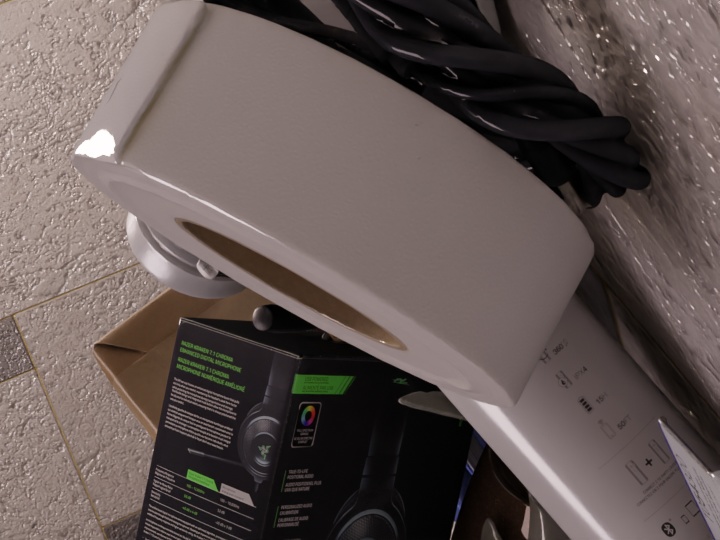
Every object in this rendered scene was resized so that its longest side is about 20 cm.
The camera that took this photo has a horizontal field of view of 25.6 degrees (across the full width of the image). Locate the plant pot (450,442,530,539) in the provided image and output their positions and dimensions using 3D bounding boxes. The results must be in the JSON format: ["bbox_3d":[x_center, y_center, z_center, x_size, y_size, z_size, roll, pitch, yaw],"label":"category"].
[{"bbox_3d":[0.128,0.171,0.929,0.187,0.187,0.200,-126,21,-45],"label":"plant pot"}]

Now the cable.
[{"bbox_3d":[0.013,-0.077,0.597,0.200,0.051,0.163,35,176,-11],"label":"cable"}]

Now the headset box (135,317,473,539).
[{"bbox_3d":[-0.027,0.121,0.885,0.093,0.200,0.174,15,-176,39],"label":"headset box"}]

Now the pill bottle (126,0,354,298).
[{"bbox_3d":[-0.054,-0.075,0.842,0.109,0.109,0.200,56,137,21],"label":"pill bottle"}]

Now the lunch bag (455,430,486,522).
[{"bbox_3d":[0.093,0.137,1.216,0.136,0.132,0.200,56,175,20],"label":"lunch bag"}]

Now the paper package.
[{"bbox_3d":[-0.063,0.055,1.069,0.104,0.191,0.200,51,174,13],"label":"paper package"}]

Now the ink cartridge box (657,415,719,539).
[{"bbox_3d":[0.210,0.162,0.622,0.196,0.043,0.200,58,178,-34],"label":"ink cartridge box"}]

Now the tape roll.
[{"bbox_3d":[-0.012,-0.024,0.627,0.202,0.071,0.202,29,173,4],"label":"tape roll"}]

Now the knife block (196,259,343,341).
[{"bbox_3d":[0.000,0.000,0.844,0.064,0.175,0.200,56,163,21],"label":"knife block"}]

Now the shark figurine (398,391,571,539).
[{"bbox_3d":[0.080,0.158,0.803,0.128,0.089,0.215,12,120,28],"label":"shark figurine"}]

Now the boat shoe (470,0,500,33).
[{"bbox_3d":[-0.007,-0.156,0.636,0.200,0.060,0.076,58,174,-26],"label":"boat shoe"}]

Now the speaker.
[{"bbox_3d":[0.098,0.066,0.752,0.200,0.081,0.081,48,176,2],"label":"speaker"}]
